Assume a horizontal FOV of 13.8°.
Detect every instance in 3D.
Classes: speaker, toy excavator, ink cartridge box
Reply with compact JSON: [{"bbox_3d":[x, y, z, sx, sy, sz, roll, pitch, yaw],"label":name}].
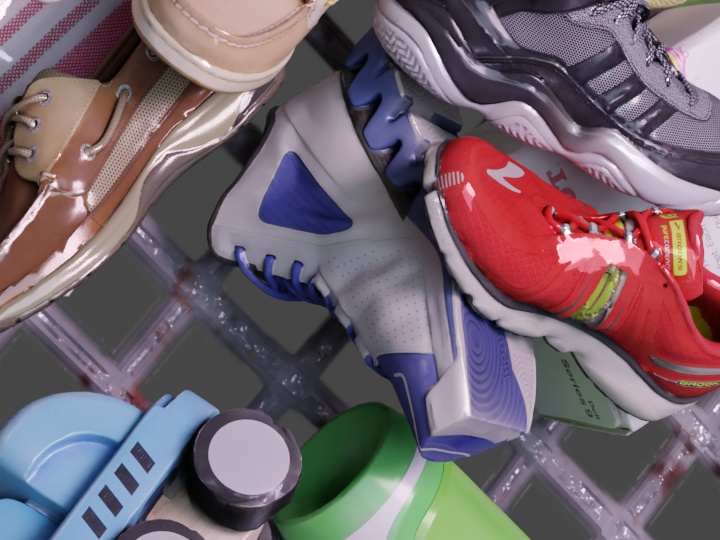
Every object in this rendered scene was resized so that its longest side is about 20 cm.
[{"bbox_3d":[0.050,0.152,1.364,0.200,0.088,0.089,46,74,-22],"label":"speaker"},{"bbox_3d":[-0.153,0.108,1.255,0.199,0.100,0.195,32,58,8],"label":"toy excavator"},{"bbox_3d":[0.150,-0.036,1.402,0.199,0.087,0.146,-33,106,-23],"label":"ink cartridge box"}]

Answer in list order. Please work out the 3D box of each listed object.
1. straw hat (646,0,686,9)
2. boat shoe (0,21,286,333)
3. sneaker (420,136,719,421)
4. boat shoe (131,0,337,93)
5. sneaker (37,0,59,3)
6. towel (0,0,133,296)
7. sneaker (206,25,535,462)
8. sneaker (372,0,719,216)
[{"bbox_3d":[0.128,-0.163,1.335,0.200,0.085,0.202,-15,133,-17],"label":"straw hat"},{"bbox_3d":[-0.119,-0.049,1.244,0.074,0.076,0.200,51,60,-13],"label":"boat shoe"},{"bbox_3d":[0.105,-0.009,1.270,0.200,0.085,0.077,32,44,-38],"label":"sneaker"},{"bbox_3d":[-0.034,-0.139,1.254,0.074,0.069,0.200,38,31,-1],"label":"boat shoe"},{"bbox_3d":[-0.103,-0.185,1.255,0.084,0.075,0.200,41,36,10],"label":"sneaker"},{"bbox_3d":[-0.147,-0.106,1.277,0.146,0.030,0.200,-47,112,-17],"label":"towel"},{"bbox_3d":[0.000,-0.001,1.305,0.080,0.115,0.201,26,45,-57],"label":"sneaker"},{"bbox_3d":[0.113,-0.104,1.274,0.199,0.076,0.114,24,116,-15],"label":"sneaker"}]
